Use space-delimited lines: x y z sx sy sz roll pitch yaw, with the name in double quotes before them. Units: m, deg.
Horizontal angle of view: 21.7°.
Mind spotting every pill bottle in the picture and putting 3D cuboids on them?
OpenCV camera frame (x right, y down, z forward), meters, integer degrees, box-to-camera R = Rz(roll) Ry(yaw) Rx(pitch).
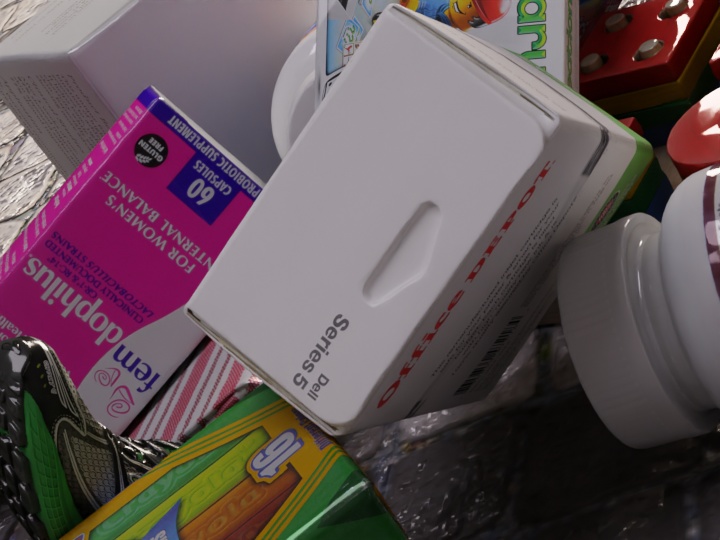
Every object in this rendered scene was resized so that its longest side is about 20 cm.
"pill bottle" 0.009 -0.092 1.043 0.112 0.112 0.200 -29 10 10
"pill bottle" 0.184 0.000 0.719 0.199 0.110 0.110 -21 28 28

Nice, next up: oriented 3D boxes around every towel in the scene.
"towel" -0.086 0.070 0.956 0.200 0.030 0.147 -41 17 33

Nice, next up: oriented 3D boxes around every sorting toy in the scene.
"sorting toy" 0.173 -0.074 0.911 0.198 0.070 0.200 -10 34 42

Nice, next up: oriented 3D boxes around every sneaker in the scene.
"sneaker" -0.105 0.092 0.807 0.085 0.200 0.078 -37 46 -11

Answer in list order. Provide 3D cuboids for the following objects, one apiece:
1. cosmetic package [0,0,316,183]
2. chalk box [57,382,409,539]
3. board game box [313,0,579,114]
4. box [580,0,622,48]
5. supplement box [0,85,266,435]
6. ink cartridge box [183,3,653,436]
"cosmetic package" -0.113 -0.122 1.215 0.166 0.168 0.200 -43 22 -18
"chalk box" -0.063 0.160 0.719 0.200 0.124 0.125 -37 25 -7
"board game box" 0.043 -0.153 0.912 0.126 0.035 0.201 -3 77 19
"box" 0.087 -0.180 1.045 0.095 0.102 0.200 -63 -15 20
"supplement box" -0.137 0.012 0.994 0.200 0.101 0.103 -50 13 1
"ink cartridge box" 0.033 -0.019 0.771 0.146 0.084 0.200 -56 -15 11
